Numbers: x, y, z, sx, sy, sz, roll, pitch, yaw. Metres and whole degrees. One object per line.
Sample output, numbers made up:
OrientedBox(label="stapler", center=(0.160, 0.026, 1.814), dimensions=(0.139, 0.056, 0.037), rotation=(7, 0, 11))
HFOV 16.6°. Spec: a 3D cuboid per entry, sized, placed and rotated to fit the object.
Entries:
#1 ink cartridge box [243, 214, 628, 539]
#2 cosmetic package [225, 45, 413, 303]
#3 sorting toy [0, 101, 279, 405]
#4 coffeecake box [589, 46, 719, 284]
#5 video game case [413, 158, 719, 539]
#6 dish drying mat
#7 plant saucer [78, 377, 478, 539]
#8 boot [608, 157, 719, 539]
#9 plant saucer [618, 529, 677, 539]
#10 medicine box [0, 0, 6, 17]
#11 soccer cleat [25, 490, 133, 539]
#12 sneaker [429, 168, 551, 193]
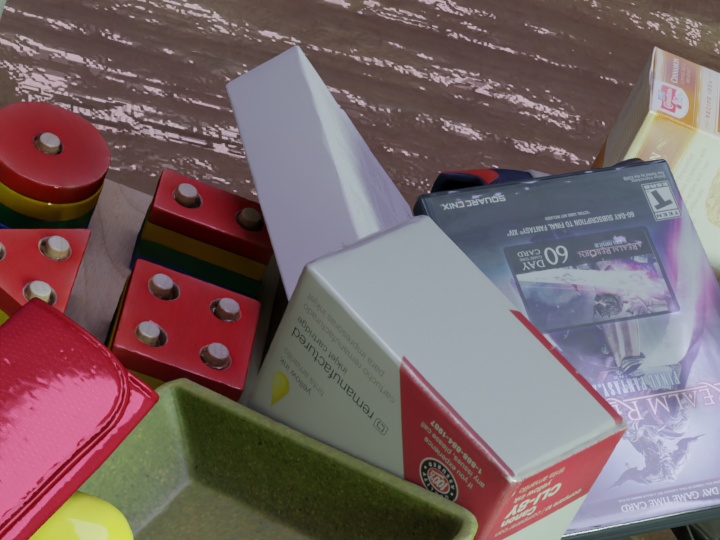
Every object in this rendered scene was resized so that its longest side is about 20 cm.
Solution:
OrientedBox(label="ink cartridge box", center=(0.016, 0.101, 1.148), dimensions=(0.083, 0.201, 0.145), rotation=(-23, 59, -41))
OrientedBox(label="cosmetic package", center=(0.000, 0.000, 1.307), dimensions=(0.151, 0.051, 0.201), rotation=(50, 16, -45))
OrientedBox(label="sorting toy", center=(-0.138, 0.002, 1.278), dimensions=(0.197, 0.070, 0.201), rotation=(20, 39, -8))
OrientedBox(label="coffeecake box", center=(0.229, -0.018, 1.443), dimensions=(0.199, 0.154, 0.073), rotation=(22, 37, -6))
OrientedBox(label="video game case", center=(0.122, 0.038, 1.232), dimensions=(0.142, 0.019, 0.201), rotation=(-9, 59, -18))
OrientedBox(label="dish drying mat", center=(-0.175, 0.095, 1.036), dimensions=(0.077, 0.018, 0.200), rotation=(36, 58, 12))
OrientedBox(label="plant saucer", center=(-0.075, 0.155, 1.076), dimensions=(0.199, 0.048, 0.200), rotation=(21, 54, 38))
OrientedBox(label="boot", center=(0.161, 0.049, 1.285), dimensions=(0.173, 0.069, 0.200), rotation=(30, 57, 10))
OrientedBox(label="plant saucer", center=(0.133, 0.160, 1.242), dimensions=(0.199, 0.032, 0.201), rotation=(34, 21, -15))
OrientedBox(label="medicine box", center=(-0.287, -0.218, 1.354), dimensions=(0.200, 0.183, 0.103), rotation=(37, 39, 14))
OrientedBox(label="soccer cleat", center=(-0.195, 0.096, 1.079), dimensions=(0.199, 0.084, 0.065), rotation=(12, 45, 20))
OrientedBox(label="sneaker", center=(0.077, 0.012, 1.395), dimensions=(0.084, 0.075, 0.201), rotation=(10, 34, -13))
